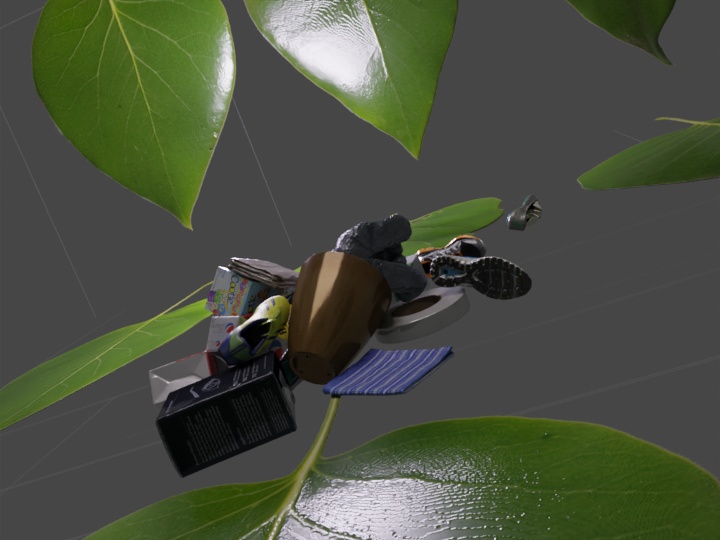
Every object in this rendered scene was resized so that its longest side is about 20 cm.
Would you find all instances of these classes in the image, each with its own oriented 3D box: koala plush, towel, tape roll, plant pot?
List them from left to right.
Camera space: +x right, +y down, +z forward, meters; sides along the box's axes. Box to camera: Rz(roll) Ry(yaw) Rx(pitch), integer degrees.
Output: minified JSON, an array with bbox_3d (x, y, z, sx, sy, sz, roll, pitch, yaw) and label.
[{"bbox_3d":[-0.200,0.005,1.681,0.132,0.035,0.200,20,5,18],"label":"towel"},{"bbox_3d":[-0.056,0.102,1.369,0.185,0.187,0.201,-14,39,35],"label":"plant pot"},{"bbox_3d":[0.000,0.000,1.533,0.183,0.179,0.200,-6,-15,-31],"label":"koala plush"},{"bbox_3d":[0.042,0.166,1.242,0.199,0.024,0.144,-10,16,48],"label":"towel"},{"bbox_3d":[0.117,0.085,1.474,0.202,0.037,0.203,-21,11,4],"label":"tape roll"}]

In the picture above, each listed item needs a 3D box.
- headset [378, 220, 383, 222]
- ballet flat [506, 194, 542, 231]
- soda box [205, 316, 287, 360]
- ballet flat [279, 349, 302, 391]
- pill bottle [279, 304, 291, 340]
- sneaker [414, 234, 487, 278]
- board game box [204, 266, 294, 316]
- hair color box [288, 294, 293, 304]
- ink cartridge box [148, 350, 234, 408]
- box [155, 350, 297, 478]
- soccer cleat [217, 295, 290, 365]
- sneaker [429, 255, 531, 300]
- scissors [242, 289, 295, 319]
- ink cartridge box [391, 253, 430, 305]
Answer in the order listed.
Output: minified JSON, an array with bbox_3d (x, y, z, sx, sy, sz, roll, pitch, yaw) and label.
[{"bbox_3d":[0.015,-0.042,1.695,0.123,0.094,0.200,-32,2,-39],"label":"headset"},{"bbox_3d":[0.450,-0.149,1.994,0.063,0.068,0.200,16,29,27],"label":"ballet flat"},{"bbox_3d":[-0.202,0.146,1.402,0.063,0.069,0.200,-3,-22,27],"label":"soda box"},{"bbox_3d":[-0.128,0.183,1.404,0.072,0.072,0.200,-14,11,35],"label":"ballet flat"},{"bbox_3d":[-0.163,0.137,1.573,0.199,0.112,0.111,-21,10,10],"label":"pill bottle"},{"bbox_3d":[0.209,-0.022,1.780,0.199,0.079,0.077,-19,23,33],"label":"sneaker"},{"bbox_3d":[-0.244,0.061,1.712,0.103,0.106,0.200,22,5,26],"label":"board game box"},{"bbox_3d":[-0.125,0.077,1.666,0.201,0.060,0.100,-56,-4,21],"label":"hair color box"},{"bbox_3d":[-0.291,0.219,1.384,0.116,0.068,0.200,-20,-23,6],"label":"ink cartridge box"},{"bbox_3d":[-0.212,0.227,1.211,0.199,0.105,0.148,-22,9,-2],"label":"box"},{"bbox_3d":[-0.167,0.099,1.302,0.083,0.065,0.200,-30,9,35],"label":"soccer cleat"},{"bbox_3d":[0.239,0.003,1.445,0.199,0.079,0.090,13,12,31],"label":"sneaker"},{"bbox_3d":[-0.188,0.080,1.611,0.199,0.014,0.073,-31,-26,-6],"label":"scissors"},{"bbox_3d":[0.042,0.047,1.692,0.199,0.088,0.145,-20,10,21],"label":"ink cartridge box"}]
